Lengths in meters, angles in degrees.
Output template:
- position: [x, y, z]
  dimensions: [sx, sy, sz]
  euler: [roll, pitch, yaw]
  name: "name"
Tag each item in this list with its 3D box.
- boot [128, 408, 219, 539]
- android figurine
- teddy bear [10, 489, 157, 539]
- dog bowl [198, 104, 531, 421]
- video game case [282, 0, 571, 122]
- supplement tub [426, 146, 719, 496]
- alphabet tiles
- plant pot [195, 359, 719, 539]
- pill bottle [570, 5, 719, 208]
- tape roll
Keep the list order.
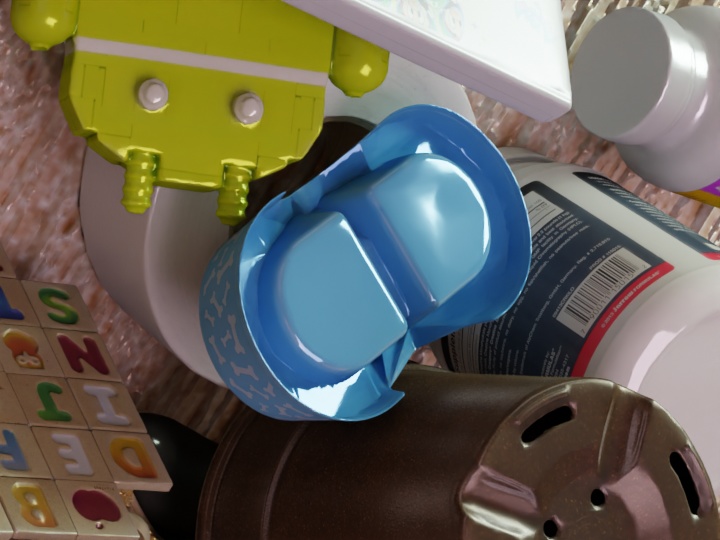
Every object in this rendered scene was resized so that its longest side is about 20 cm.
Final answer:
- position: [-0.035, 0.114, 1.426]
  dimensions: [0.200, 0.138, 0.078]
  euler: [39, 44, -52]
  name: "boot"
- position: [-0.073, -0.122, 1.277]
  dimensions: [0.181, 0.041, 0.201]
  euler: [9, 83, -16]
  name: "android figurine"
- position: [-0.149, 0.088, 1.296]
  dimensions: [0.067, 0.200, 0.145]
  euler: [-34, 135, 13]
  name: "teddy bear"
- position: [0.000, 0.000, 1.309]
  dimensions: [0.200, 0.050, 0.112]
  euler: [-38, 101, -43]
  name: "dog bowl"
- position: [0.019, -0.181, 1.291]
  dimensions: [0.200, 0.183, 0.024]
  euler: [22, 143, -40]
  name: "video game case"
- position: [0.123, 0.027, 1.458]
  dimensions: [0.140, 0.200, 0.141]
  euler: [-17, 123, -29]
  name: "supplement tub"
- position: [-0.177, 0.047, 1.252]
  dimensions: [0.166, 0.200, 0.006]
  euler: [8, 130, -39]
  name: "alphabet tiles"
- position: [0.056, 0.132, 1.314]
  dimensions: [0.200, 0.198, 0.201]
  euler: [4, 82, -33]
  name: "plant pot"
- position: [0.210, -0.086, 1.528]
  dimensions: [0.200, 0.104, 0.105]
  euler: [15, 104, -41]
  name: "pill bottle"
- position: [-0.039, -0.040, 1.389]
  dimensions: [0.202, 0.071, 0.203]
  euler: [-18, 123, -29]
  name: "tape roll"
